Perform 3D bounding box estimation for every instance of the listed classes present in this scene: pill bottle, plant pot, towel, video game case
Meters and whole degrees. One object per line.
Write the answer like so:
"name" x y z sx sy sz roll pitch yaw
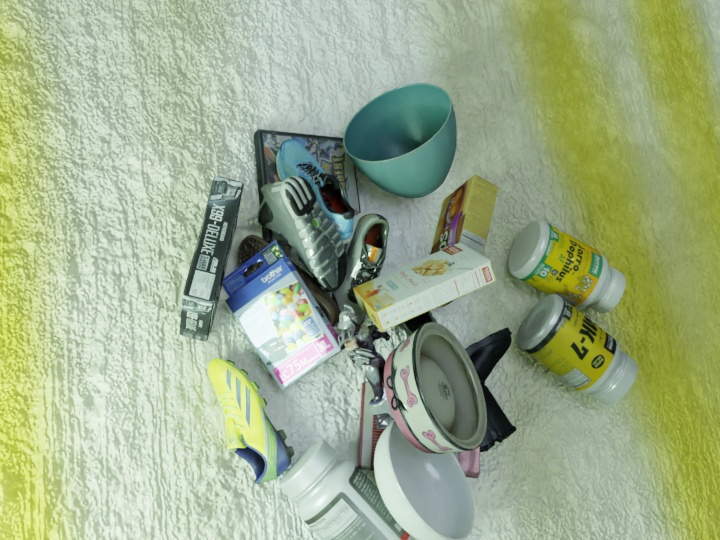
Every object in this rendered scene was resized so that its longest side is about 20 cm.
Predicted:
"pill bottle" 0.378 -0.001 1.903 0.198 0.113 0.114 27 61 -16
"plant pot" 0.085 -0.206 1.807 0.201 0.198 0.136 -59 137 -30
"pill bottle" -0.021 0.358 1.562 0.200 0.114 0.114 47 58 -3
"pill bottle" 0.386 0.143 1.853 0.199 0.114 0.115 36 59 -11
"towel" 0.095 0.254 1.677 0.196 0.023 0.147 4 71 -2
"video game case" -0.087 -0.136 1.770 0.178 0.025 0.204 2 70 -26

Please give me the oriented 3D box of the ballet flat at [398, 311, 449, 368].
"ballet flat" 0.100 0.086 1.736 0.066 0.057 0.201 -24 60 -18

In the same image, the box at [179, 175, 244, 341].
"box" -0.225 -0.015 1.572 0.049 0.158 0.203 13 64 -6

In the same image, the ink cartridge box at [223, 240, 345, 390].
"ink cartridge box" -0.126 0.069 1.625 0.118 0.042 0.202 -34 85 11

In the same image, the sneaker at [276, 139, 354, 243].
"sneaker" -0.064 -0.142 1.707 0.078 0.090 0.201 -25 70 -32

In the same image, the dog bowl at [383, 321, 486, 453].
"dog bowl" 0.110 0.186 1.587 0.200 0.073 0.203 40 37 -38

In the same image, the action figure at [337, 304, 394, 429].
"action figure" 0.020 0.139 1.623 0.202 0.069 0.130 63 25 -13

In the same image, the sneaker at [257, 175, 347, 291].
"sneaker" -0.100 -0.058 1.670 0.075 0.114 0.202 -41 119 -38

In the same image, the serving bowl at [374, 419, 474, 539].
"serving bowl" 0.084 0.323 1.566 0.200 0.065 0.202 41 29 -28

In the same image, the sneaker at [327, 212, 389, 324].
"sneaker" 0.000 0.000 1.719 0.073 0.079 0.204 16 81 -26

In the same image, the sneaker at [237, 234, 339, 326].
"sneaker" -0.115 0.022 1.679 0.200 0.071 0.075 46 15 6

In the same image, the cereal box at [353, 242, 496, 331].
"cereal box" 0.098 0.022 1.640 0.197 0.144 0.040 -24 108 -9

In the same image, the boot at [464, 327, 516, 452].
"boot" 0.208 0.207 1.762 0.196 0.073 0.164 -27 82 -25

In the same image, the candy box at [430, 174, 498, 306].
"candy box" 0.171 -0.051 1.815 0.056 0.117 0.203 25 62 -15

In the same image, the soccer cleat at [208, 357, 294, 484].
"soccer cleat" -0.177 0.224 1.564 0.083 0.065 0.202 -31 87 -30
